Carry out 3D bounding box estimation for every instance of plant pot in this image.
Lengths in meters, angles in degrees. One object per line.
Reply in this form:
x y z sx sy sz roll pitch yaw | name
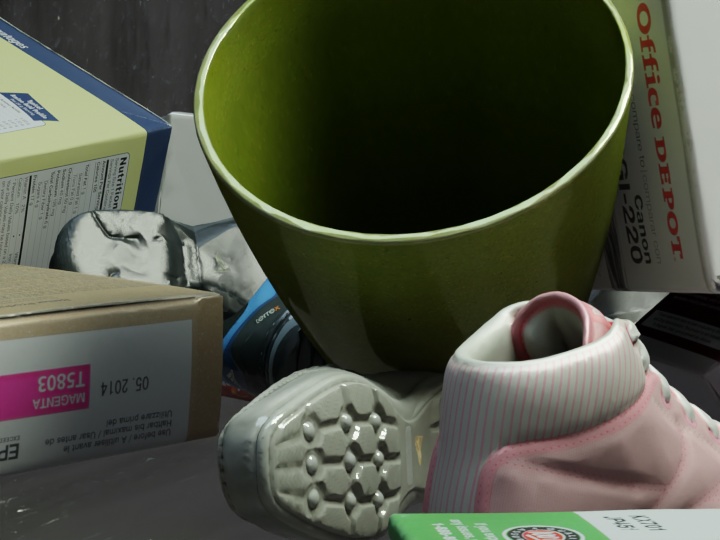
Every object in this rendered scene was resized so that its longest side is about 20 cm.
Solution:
0.033 -0.015 1.021 0.186 0.201 0.188 -5 48 5 | plant pot

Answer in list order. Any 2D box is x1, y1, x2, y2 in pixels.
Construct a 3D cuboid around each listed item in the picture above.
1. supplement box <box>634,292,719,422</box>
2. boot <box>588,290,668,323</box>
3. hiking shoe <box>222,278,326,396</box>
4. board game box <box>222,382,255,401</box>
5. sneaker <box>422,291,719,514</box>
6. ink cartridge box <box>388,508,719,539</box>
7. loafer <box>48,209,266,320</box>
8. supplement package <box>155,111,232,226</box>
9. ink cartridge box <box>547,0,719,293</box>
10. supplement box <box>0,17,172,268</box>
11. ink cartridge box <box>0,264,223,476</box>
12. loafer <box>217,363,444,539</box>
0.228 -0.001 1.082 0.200 0.061 0.109 -41 16 -8 | supplement box
0.103 0.022 1.194 0.199 0.096 0.073 -5 8 -39 | boot
0.000 0.000 1.166 0.086 0.075 0.200 9 33 41 | hiking shoe
-0.056 0.053 1.260 0.102 0.020 0.199 -4 8 -41 | board game box
0.105 0.059 0.835 0.199 0.106 0.075 -4 5 -39 | sneaker
0.113 0.106 0.500 0.198 0.084 0.147 0 7 -10 | ink cartridge box
-0.077 0.013 1.231 0.199 0.073 0.072 10 -31 -20 | loafer
-0.028 -0.024 1.365 0.198 0.122 0.120 7 2 -8 | supplement package
0.138 -0.066 1.056 0.084 0.147 0.200 -11 4 -23 | ink cartridge box
-0.248 -0.046 1.252 0.199 0.135 0.199 32 31 33 | supplement box
-0.190 0.045 1.065 0.164 0.076 0.199 8 10 43 | ink cartridge box
-0.013 0.072 0.898 0.069 0.071 0.200 -2 -3 22 | loafer
